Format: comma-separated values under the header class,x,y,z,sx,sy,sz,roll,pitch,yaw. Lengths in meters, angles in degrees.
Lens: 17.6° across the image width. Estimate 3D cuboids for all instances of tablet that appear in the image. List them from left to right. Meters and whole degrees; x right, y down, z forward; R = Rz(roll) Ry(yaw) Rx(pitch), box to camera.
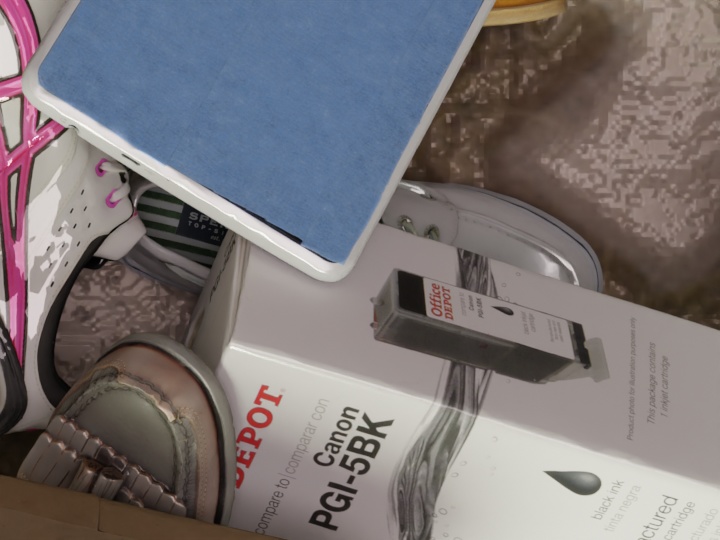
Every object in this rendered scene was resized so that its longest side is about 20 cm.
class,x,y,z,sx,sy,sz,roll,pitch,yaw
tablet,-0.019,-0.107,0.820,0.130,0.014,0.200,31,66,-8

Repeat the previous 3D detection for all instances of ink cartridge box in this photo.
class,x,y,z,sx,sy,sz,roll,pitch,yaw
ink cartridge box,0.028,0.071,0.853,0.199,0.083,0.147,17,134,-9

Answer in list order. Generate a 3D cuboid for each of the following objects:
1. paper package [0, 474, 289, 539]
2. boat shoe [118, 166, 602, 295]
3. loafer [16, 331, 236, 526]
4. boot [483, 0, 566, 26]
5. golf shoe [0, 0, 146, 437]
class,x,y,z,sx,sy,sz,roll,pitch,yaw
paper package,-0.108,0.176,0.777,0.190,0.104,0.200,15,131,-20
boat shoe,0.000,0.000,0.888,0.199,0.067,0.074,6,93,-9
loafer,-0.099,0.106,0.814,0.072,0.200,0.063,37,44,10
boot,-0.018,-0.163,0.872,0.200,0.071,0.145,2,94,-5
golf shoe,-0.120,-0.040,0.839,0.092,0.073,0.201,12,86,-11
